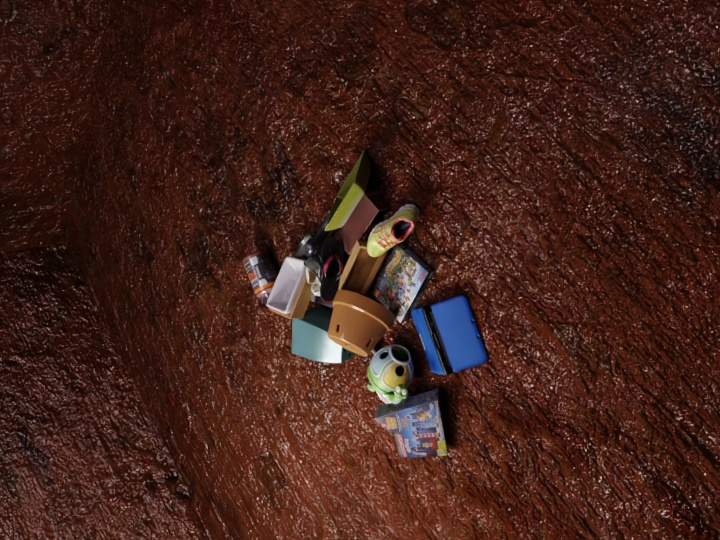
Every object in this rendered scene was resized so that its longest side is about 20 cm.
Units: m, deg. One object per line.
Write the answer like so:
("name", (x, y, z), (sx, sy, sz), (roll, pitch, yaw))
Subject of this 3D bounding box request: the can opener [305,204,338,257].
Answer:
("can opener", (-0.117, -0.125, 1.676), (0.078, 0.063, 0.201), (28, 90, -3))

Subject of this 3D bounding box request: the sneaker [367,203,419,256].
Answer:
("sneaker", (0.087, -0.104, 1.473), (0.078, 0.091, 0.200), (36, 119, -16))

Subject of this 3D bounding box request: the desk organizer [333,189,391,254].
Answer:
("desk organizer", (0.006, -0.147, 1.586), (0.077, 0.071, 0.200), (50, 130, 18))

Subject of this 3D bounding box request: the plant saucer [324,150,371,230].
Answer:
("plant saucer", (-0.029, -0.230, 1.548), (0.048, 0.201, 0.200), (27, 128, -11))

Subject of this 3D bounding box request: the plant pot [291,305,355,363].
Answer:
("plant pot", (-0.113, 0.227, 1.754), (0.199, 0.141, 0.143), (16, 112, 32))

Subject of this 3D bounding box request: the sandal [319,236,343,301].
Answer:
("sandal", (-0.086, -0.002, 1.597), (0.045, 0.074, 0.202), (-162, 75, -68))

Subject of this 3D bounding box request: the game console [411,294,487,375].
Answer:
("game console", (0.251, 0.185, 1.481), (0.171, 0.117, 0.202), (150, 102, -75))

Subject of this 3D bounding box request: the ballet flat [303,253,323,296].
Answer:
("ballet flat", (-0.135, 0.034, 1.667), (0.068, 0.068, 0.201), (51, 165, 55))

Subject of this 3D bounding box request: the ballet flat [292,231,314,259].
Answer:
("ballet flat", (-0.196, -0.058, 1.815), (0.062, 0.068, 0.200), (40, 134, 0))

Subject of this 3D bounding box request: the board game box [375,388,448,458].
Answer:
("board game box", (0.152, 0.464, 1.553), (0.198, 0.062, 0.202), (-7, 110, 13))

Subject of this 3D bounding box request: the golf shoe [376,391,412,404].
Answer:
("golf shoe", (0.123, 0.401, 1.627), (0.200, 0.075, 0.092), (50, 121, 11))

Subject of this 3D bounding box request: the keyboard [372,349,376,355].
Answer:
("keyboard", (-0.010, 0.198, 1.684), (0.200, 0.011, 0.056), (52, 173, 7))

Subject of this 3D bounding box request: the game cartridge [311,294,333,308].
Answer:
("game cartridge", (-0.098, 0.058, 1.762), (0.199, 0.041, 0.135), (12, 105, 41))

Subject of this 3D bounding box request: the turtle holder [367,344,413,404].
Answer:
("turtle holder", (0.092, 0.308, 1.550), (0.140, 0.186, 0.132), (28, 121, 6))

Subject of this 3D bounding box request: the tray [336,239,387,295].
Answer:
("tray", (0.000, 0.000, 1.609), (0.201, 0.098, 0.037), (-65, 30, 32))

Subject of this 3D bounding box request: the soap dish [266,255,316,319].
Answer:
("soap dish", (-0.223, 0.058, 1.734), (0.157, 0.081, 0.202), (13, 79, 52))

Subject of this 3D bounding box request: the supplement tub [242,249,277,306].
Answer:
("supplement tub", (-0.364, 0.030, 1.952), (0.107, 0.106, 0.201), (-33, 78, 43))

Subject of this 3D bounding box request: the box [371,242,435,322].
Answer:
("box", (0.124, 0.037, 1.545), (0.137, 0.038, 0.201), (43, 126, 27))

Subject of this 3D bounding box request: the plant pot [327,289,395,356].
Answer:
("plant pot", (-0.012, 0.167, 1.567), (0.199, 0.200, 0.141), (13, 69, 40))

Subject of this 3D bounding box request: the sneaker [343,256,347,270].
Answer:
("sneaker", (-0.089, -0.034, 1.711), (0.075, 0.084, 0.201), (76, 167, -50))
